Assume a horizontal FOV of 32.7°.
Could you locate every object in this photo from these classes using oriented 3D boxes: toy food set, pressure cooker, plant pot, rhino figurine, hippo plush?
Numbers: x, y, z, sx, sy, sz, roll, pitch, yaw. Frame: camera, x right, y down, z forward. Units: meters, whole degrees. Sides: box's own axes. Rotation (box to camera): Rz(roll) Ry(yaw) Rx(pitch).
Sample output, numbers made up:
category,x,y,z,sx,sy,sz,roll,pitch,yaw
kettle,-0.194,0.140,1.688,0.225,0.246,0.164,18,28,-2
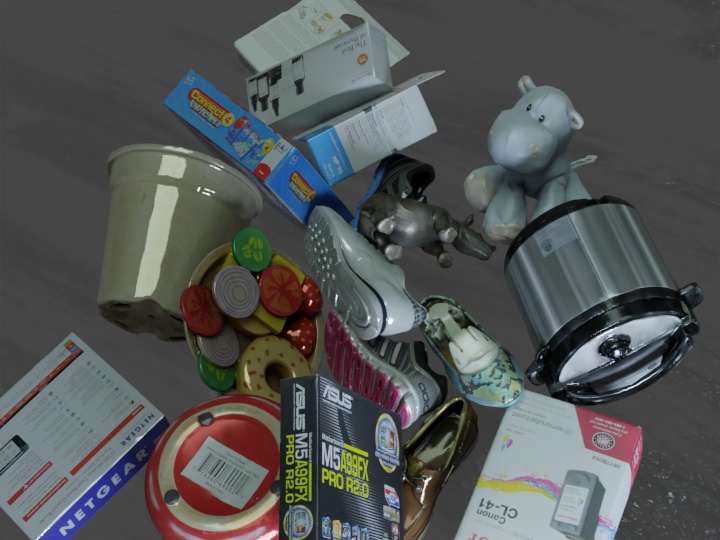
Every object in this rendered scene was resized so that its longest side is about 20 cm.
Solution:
category,x,y,z,sx,sy,sz,roll,pitch,yaw
toy food set,-0.118,0.060,1.406,0.048,0.197,0.202,-20,40,51
pressure cooker,0.260,0.045,1.334,0.176,0.177,0.202,-1,52,-27
plant pot,-0.117,0.238,1.273,0.197,0.184,0.203,-4,53,5
plant pot,-0.233,-0.022,1.479,0.197,0.201,0.186,7,68,14
rhino figurine,0.084,-0.047,1.460,0.197,0.060,0.088,10,25,-31
hippo plush,0.226,-0.131,1.465,0.199,0.162,0.159,-37,65,-22

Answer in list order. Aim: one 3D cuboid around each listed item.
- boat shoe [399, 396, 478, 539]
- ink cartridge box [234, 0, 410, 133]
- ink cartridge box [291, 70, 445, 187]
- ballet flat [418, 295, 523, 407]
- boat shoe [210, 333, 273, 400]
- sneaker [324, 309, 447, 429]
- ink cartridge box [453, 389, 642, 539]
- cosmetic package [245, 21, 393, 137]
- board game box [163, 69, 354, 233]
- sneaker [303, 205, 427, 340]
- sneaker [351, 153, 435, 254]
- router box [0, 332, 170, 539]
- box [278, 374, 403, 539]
category,x,y,z,sx,sy,sz,roll,pitch,yaw
boat shoe,0.058,0.220,1.320,0.071,0.068,0.201,23,64,21
ink cartridge box,-0.053,-0.294,1.707,0.175,0.045,0.200,-34,57,-12
ink cartridge box,0.021,-0.182,1.569,0.198,0.069,0.116,-28,12,-9
ballet flat,0.112,0.083,1.358,0.074,0.075,0.200,-29,28,-11
boat shoe,-0.138,0.090,1.454,0.062,0.071,0.203,-20,48,50
sneaker,0.030,0.106,1.404,0.086,0.075,0.200,-10,32,-31
ink cartridge box,0.194,0.241,1.272,0.145,0.086,0.202,16,58,19
cosmetic package,-0.056,-0.242,1.593,0.198,0.050,0.084,-20,68,28
board game box,-0.122,-0.134,1.511,0.195,0.200,0.056,39,86,29
sneaker,0.000,0.000,1.426,0.079,0.077,0.201,-10,50,-29
sneaker,0.042,-0.065,1.517,0.081,0.071,0.202,7,54,22
router box,-0.346,0.197,1.419,0.179,0.049,0.200,36,68,28
box,-0.015,0.204,1.209,0.044,0.200,0.163,-9,68,24
